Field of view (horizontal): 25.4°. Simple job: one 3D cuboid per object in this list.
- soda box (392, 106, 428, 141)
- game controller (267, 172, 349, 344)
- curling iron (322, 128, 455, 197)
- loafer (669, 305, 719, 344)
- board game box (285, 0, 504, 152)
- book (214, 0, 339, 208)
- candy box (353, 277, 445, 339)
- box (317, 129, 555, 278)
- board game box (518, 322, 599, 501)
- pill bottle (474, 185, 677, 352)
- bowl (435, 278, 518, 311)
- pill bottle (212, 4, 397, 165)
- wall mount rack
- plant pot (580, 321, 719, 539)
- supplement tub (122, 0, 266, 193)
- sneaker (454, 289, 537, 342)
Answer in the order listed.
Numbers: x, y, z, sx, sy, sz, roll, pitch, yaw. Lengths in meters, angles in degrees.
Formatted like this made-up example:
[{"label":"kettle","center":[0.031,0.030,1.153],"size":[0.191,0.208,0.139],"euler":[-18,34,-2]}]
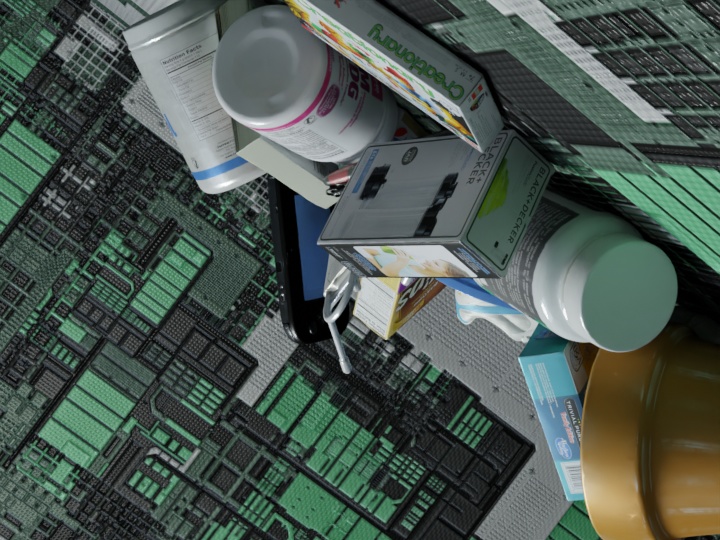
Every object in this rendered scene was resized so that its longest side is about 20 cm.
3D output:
[{"label":"soda box","center":[-0.012,-0.170,1.744],"size":[0.200,0.064,0.068],"euler":[37,178,43]},{"label":"game controller","center":[-0.052,-0.026,1.667],"size":[0.042,0.201,0.104],"euler":[-1,-174,42]},{"label":"curling iron","center":[0.035,-0.108,1.517],"size":[0.049,0.026,0.200],"euler":[-10,171,-42]},{"label":"loafer","center":[0.321,0.078,1.567],"size":[0.070,0.070,0.200],"euler":[41,172,19]},{"label":"board game box","center":[0.022,-0.178,1.287],"size":[0.200,0.035,0.126],"euler":[37,178,18]},{"label":"book","center":[-0.079,-0.174,1.625],"size":[0.133,0.048,0.201],"euler":[33,-144,-43]},{"label":"candy box","center":[0.060,-0.026,1.765],"size":[0.056,0.117,0.200],"euler":[38,146,18]},{"label":"box","center":[0.063,-0.056,1.398],"size":[0.060,0.117,0.200],"euler":[40,158,-32]},{"label":"board game box","center":[0.217,0.093,1.481],"size":[0.200,0.047,0.151],"euler":[-51,-54,-54]},{"label":"pill bottle","center":[0.180,-0.005,1.383],"size":[0.113,0.113,0.200],"euler":[38,178,-28]},{"label":"bowl","center":[0.150,-0.013,1.619],"size":[0.200,0.040,0.201],"euler":[14,-161,-5]},{"label":"pill bottle","center":[-0.045,-0.166,1.499],"size":[0.113,0.114,0.200],"euler":[36,-174,25]},{"label":"wall mount rack","center":[0.000,0.000,1.623],"size":[0.074,0.174,0.200],"euler":[23,-135,-15]},{"label":"plant pot","center":[0.311,0.146,1.378],"size":[0.183,0.201,0.200],"euler":[2,159,30]},{"label":"supplement tub","center":[-0.157,-0.197,1.727],"size":[0.201,0.132,0.132],"euler":[64,172,-12]},{"label":"sneaker","center":[0.200,0.035,1.708],"size":[0.199,0.081,0.077],"euler":[13,-157,9]}]
